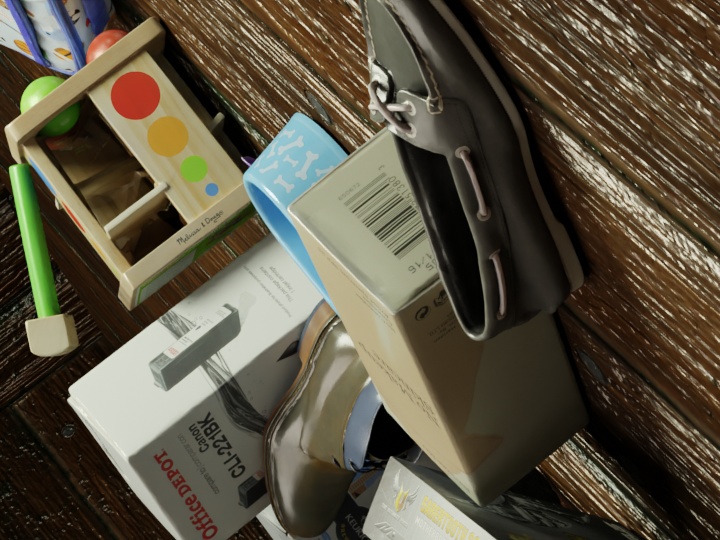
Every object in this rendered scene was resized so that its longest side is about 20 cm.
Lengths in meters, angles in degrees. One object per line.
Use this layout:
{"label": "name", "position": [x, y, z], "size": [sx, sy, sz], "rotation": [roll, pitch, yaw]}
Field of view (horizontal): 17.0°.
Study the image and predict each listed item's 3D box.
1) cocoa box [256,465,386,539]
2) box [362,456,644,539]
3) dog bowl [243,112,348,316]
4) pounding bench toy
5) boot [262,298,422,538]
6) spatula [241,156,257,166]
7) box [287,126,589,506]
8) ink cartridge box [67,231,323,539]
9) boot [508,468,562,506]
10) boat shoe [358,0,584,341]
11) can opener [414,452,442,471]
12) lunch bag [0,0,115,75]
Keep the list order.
{"label": "cocoa box", "position": [0.030, 0.220, 1.841], "size": [0.200, 0.131, 0.133], "rotation": [55, 170, -16]}
{"label": "box", "position": [0.111, 0.167, 1.266], "size": [0.158, 0.048, 0.200], "rotation": [19, -174, -26]}
{"label": "dog bowl", "position": [0.005, 0.000, 1.402], "size": [0.200, 0.050, 0.111], "rotation": [50, 170, 12]}
{"label": "pounding bench toy", "position": [-0.183, -0.055, 1.644], "size": [0.156, 0.200, 0.124], "rotation": [52, 171, 2]}
{"label": "boot", "position": [-0.011, 0.117, 1.582], "size": [0.097, 0.075, 0.200], "rotation": [-124, 38, -48]}
{"label": "spatula", "position": [0.000, 0.000, 1.494], "size": [0.200, 0.021, 0.057], "rotation": [50, -173, 0]}
{"label": "box", "position": [0.043, 0.025, 1.212], "size": [0.095, 0.078, 0.200], "rotation": [44, 168, 36]}
{"label": "ink cartridge box", "position": [-0.079, 0.081, 1.642], "size": [0.084, 0.200, 0.144], "rotation": [46, 169, 38]}
{"label": "boot", "position": [0.062, 0.225, 1.458], "size": [0.073, 0.162, 0.198], "rotation": [21, -146, -24]}
{"label": "boat shoe", "position": [0.039, -0.045, 1.037], "size": [0.067, 0.057, 0.200], "rotation": [42, 166, 50]}
{"label": "can opener", "position": [0.106, 0.184, 1.582], "size": [0.200, 0.053, 0.066], "rotation": [54, 170, -10]}
{"label": "lunch bag", "position": [-0.249, -0.214, 1.675], "size": [0.160, 0.076, 0.200], "rotation": [28, 167, 11]}
